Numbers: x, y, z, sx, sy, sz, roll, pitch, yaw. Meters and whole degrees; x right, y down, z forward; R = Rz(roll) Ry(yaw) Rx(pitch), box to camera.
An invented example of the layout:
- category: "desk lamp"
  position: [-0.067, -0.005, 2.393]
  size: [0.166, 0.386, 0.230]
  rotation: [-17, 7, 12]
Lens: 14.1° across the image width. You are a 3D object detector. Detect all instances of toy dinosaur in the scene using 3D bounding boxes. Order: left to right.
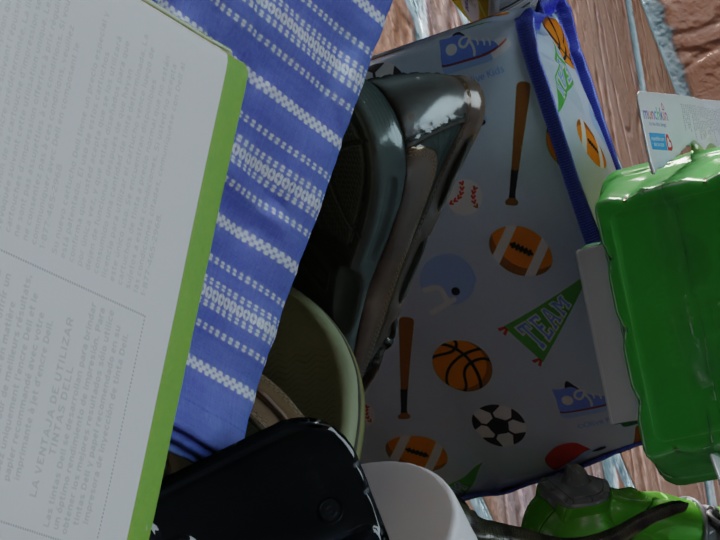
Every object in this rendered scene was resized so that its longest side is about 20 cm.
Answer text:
- category: "toy dinosaur"
  position: [0.025, 0.106, 1.181]
  size: [0.088, 0.199, 0.048]
  rotation: [158, -68, -64]

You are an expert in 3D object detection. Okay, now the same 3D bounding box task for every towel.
- category: "towel"
  position: [-0.041, -0.047, 0.872]
  size: [0.145, 0.024, 0.201]
  rotation: [36, 71, -57]

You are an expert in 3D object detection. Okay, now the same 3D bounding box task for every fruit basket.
- category: "fruit basket"
  position: [0.158, 0.019, 1.227]
  size: [0.200, 0.093, 0.187]
  rotation: [-2, 80, -74]

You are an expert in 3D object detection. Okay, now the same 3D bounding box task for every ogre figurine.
- category: "ogre figurine"
  position: [0.082, 0.168, 1.276]
  size: [0.120, 0.200, 0.098]
  rotation: [38, 21, -35]

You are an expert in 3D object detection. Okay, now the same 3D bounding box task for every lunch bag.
- category: "lunch bag"
  position: [0.038, 0.001, 1.276]
  size: [0.124, 0.169, 0.201]
  rotation: [-34, 105, -72]

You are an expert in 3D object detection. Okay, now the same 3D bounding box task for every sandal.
- category: "sandal"
  position: [-0.042, 0.071, 1.032]
  size: [0.202, 0.079, 0.057]
  rotation: [-94, 157, -46]

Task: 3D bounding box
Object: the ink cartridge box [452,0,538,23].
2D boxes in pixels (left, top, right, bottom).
- category: "ink cartridge box"
  position: [0.013, -0.221, 1.269]
  size: [0.200, 0.047, 0.198]
  rotation: [49, -13, 21]

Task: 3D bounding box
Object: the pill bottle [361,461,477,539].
- category: "pill bottle"
  position: [0.030, 0.175, 1.108]
  size: [0.120, 0.119, 0.201]
  rotation: [-90, 159, -55]

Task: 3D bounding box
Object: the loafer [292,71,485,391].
- category: "loafer"
  position: [0.000, 0.000, 1.122]
  size: [0.072, 0.063, 0.200]
  rotation: [58, -32, 27]

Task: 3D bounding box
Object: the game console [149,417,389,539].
- category: "game console"
  position: [-0.034, 0.172, 0.855]
  size: [0.116, 0.175, 0.201]
  rotation: [23, -44, 68]

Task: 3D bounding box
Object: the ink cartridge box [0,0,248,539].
- category: "ink cartridge box"
  position: [-0.119, -0.014, 0.695]
  size: [0.200, 0.075, 0.149]
  rotation: [28, 70, -57]
